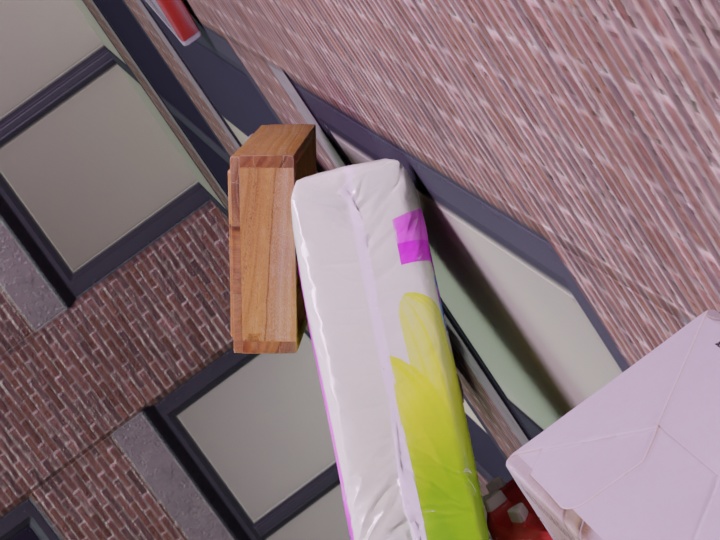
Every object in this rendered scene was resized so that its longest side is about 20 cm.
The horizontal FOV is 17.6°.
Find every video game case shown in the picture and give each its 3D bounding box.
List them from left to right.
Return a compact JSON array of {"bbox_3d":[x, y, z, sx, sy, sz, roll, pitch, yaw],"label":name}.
[{"bbox_3d":[-0.183,-0.257,1.583,0.143,0.017,0.200,50,174,45],"label":"video game case"}]

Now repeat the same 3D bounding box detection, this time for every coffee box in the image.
[{"bbox_3d":[0.137,0.124,0.654,0.201,0.079,0.114,56,175,-23],"label":"coffee box"}]

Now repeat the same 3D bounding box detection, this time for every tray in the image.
[{"bbox_3d":[-0.045,-0.021,1.246,0.200,0.037,0.100,-70,-20,-82],"label":"tray"}]

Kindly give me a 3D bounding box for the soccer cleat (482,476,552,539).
[{"bbox_3d":[0.114,0.137,1.102,0.086,0.068,0.200,60,170,-13],"label":"soccer cleat"}]

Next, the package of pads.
[{"bbox_3d":[0.015,0.062,1.141,0.155,0.068,0.202,78,-179,-78],"label":"package of pads"}]

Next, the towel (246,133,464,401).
[{"bbox_3d":[0.000,0.000,1.492,0.200,0.034,0.133,52,176,19],"label":"towel"}]
